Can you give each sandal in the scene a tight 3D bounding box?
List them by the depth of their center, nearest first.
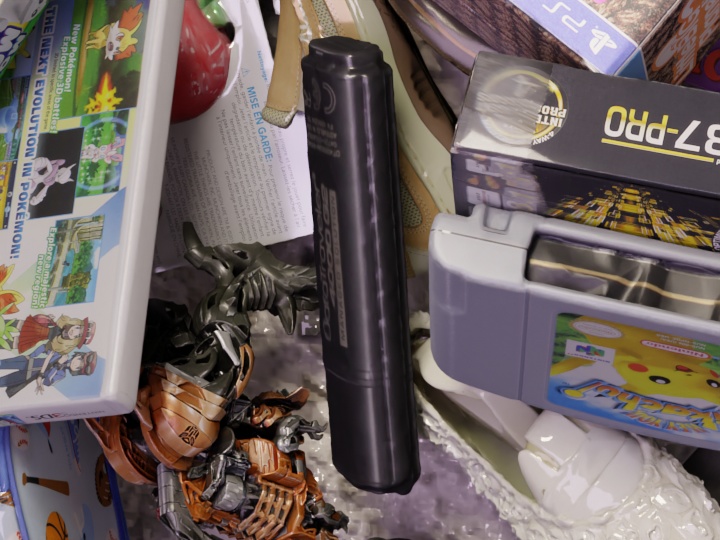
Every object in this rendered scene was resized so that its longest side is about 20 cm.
[{"bbox_3d":[0.096,-0.075,1.128,0.200,0.082,0.055,42,95,6],"label":"sandal"}]

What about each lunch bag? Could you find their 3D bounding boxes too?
[{"bbox_3d":[-0.148,0.128,1.185,0.075,0.160,0.201,-6,100,14],"label":"lunch bag"}]

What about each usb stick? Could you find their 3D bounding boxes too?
[{"bbox_3d":[0.000,0.000,1.137,0.055,0.033,0.201,-151,53,-61],"label":"usb stick"}]

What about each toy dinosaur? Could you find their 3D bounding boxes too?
[{"bbox_3d":[-0.073,0.056,1.168,0.102,0.136,0.200,-10,131,25],"label":"toy dinosaur"}]

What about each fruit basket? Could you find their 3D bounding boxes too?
[{"bbox_3d":[-0.117,-0.088,1.227,0.199,0.094,0.186,-15,94,8],"label":"fruit basket"}]

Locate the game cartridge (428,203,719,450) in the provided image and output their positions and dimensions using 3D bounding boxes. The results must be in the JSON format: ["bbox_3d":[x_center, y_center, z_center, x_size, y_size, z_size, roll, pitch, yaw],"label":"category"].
[{"bbox_3d":[0.124,0.030,1.035,0.199,0.133,0.041,12,72,7],"label":"game cartridge"}]

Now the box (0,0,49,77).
[{"bbox_3d":[-0.197,-0.118,1.109,0.117,0.048,0.200,38,99,16],"label":"box"}]

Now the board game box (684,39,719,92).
[{"bbox_3d":[0.200,-0.120,1.111,0.199,0.032,0.120,22,111,17],"label":"board game box"}]

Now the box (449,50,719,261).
[{"bbox_3d":[0.121,-0.011,1.047,0.161,0.200,0.049,14,69,9],"label":"box"}]

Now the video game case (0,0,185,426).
[{"bbox_3d":[-0.167,-0.026,1.128,0.182,0.022,0.201,-7,63,25],"label":"video game case"}]

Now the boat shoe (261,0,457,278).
[{"bbox_3d":[-0.012,-0.087,1.166,0.076,0.072,0.200,-27,92,7],"label":"boat shoe"}]

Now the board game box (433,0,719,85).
[{"bbox_3d":[0.106,-0.182,1.054,0.159,0.097,0.200,40,87,16],"label":"board game box"}]

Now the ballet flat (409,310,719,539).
[{"bbox_3d":[0.073,0.075,1.129,0.200,0.072,0.072,33,113,45],"label":"ballet flat"}]

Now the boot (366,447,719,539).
[{"bbox_3d":[0.115,0.127,1.165,0.182,0.073,0.200,38,118,-3],"label":"boot"}]
